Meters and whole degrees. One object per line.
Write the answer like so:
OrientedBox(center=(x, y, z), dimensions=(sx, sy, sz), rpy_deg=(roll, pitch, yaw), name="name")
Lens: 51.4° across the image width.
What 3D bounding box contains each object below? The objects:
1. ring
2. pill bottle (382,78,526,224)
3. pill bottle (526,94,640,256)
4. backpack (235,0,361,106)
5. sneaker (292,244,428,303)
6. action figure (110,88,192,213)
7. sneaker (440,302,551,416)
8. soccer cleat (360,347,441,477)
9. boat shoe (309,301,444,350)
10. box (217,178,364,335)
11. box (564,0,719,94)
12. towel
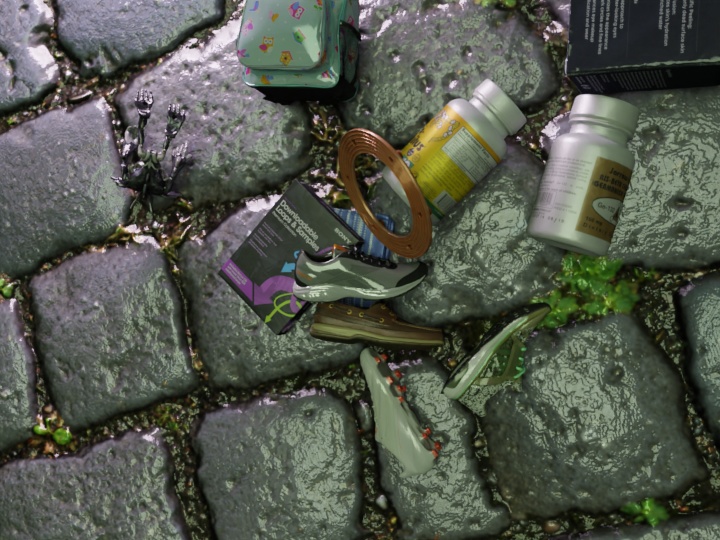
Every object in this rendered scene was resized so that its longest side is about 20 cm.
OrientedBox(center=(0.036, -0.108, 1.046), dimensions=(0.019, 0.201, 0.201), rpy_deg=(-32, 78, -22), name="ring")
OrientedBox(center=(0.136, -0.171, 1.071), dimensions=(0.200, 0.113, 0.113), rpy_deg=(-44, 78, 10), name="pill bottle")
OrientedBox(center=(0.308, -0.129, 1.020), dimensions=(0.114, 0.114, 0.201), rpy_deg=(17, 92, 16), name="pill bottle")
OrientedBox(center=(-0.090, -0.367, 1.127), dimensions=(0.175, 0.153, 0.201), rpy_deg=(5, 82, 21), name="backpack")
OrientedBox(center=(0.000, 0.000, 1.086), dimensions=(0.199, 0.074, 0.080), rpy_deg=(-3, 105, -4), name="sneaker")
OrientedBox(center=(-0.332, -0.189, 1.210), dimensions=(0.118, 0.102, 0.200), rpy_deg=(18, 135, -11), name="action figure")
OrientedBox(center=(0.208, 0.129, 1.069), dimensions=(0.089, 0.077, 0.200), rpy_deg=(43, 104, 0), name="sneaker")
OrientedBox(center=(0.042, 0.211, 1.106), dimensions=(0.077, 0.069, 0.201), rpy_deg=(-32, 82, 16), name="soccer cleat")
OrientedBox(center=(0.027, 0.078, 1.104), dimensions=(0.199, 0.072, 0.068), rpy_deg=(7, 78, 2), name="boat shoe")
OrientedBox(center=(-0.109, -0.020, 1.156), dimensions=(0.143, 0.036, 0.200), rpy_deg=(44, 101, 12), name="box")
OrientedBox(center=(0.385, -0.347, 0.990), dimensions=(0.199, 0.117, 0.198), rpy_deg=(3, 89, 28), name="box")
OrientedBox(center=(-0.052, -0.027, 1.168), dimensions=(0.199, 0.024, 0.146), rpy_deg=(9, 93, 17), name="towel")
